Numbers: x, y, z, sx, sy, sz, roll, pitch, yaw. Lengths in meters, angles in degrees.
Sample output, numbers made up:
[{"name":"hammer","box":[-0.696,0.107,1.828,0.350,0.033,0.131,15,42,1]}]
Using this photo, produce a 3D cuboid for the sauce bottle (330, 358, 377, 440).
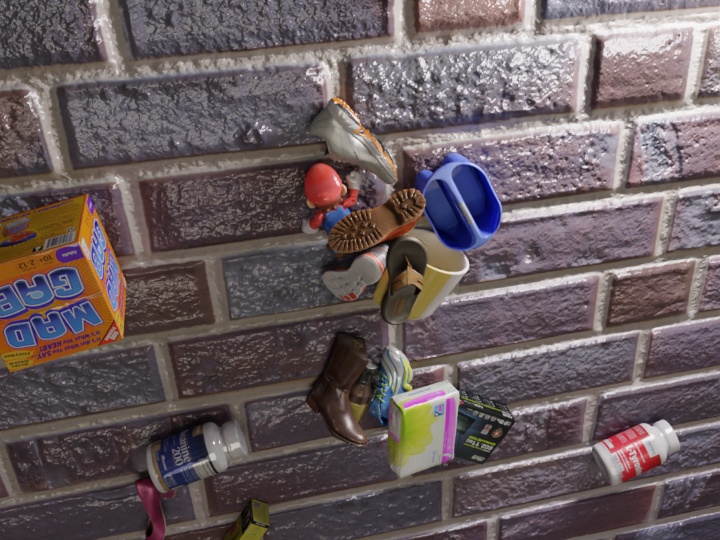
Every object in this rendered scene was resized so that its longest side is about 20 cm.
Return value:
[{"name":"sauce bottle","box":[-0.012,0.290,1.703,0.065,0.065,0.200,13,113,-21]}]

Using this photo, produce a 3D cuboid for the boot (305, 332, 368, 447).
[{"name":"boot","box":[-0.017,0.254,1.629,0.064,0.186,0.200,-9,132,-60]}]

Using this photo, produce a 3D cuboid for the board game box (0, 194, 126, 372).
[{"name":"board game box","box":[-0.545,0.017,1.329,0.199,0.200,0.200,-17,122,-5]}]

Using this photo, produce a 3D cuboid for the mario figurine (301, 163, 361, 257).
[{"name":"mario figurine","box":[-0.054,-0.129,1.465,0.124,0.106,0.200,-49,139,-28]}]

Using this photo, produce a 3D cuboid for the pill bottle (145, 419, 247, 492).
[{"name":"pill bottle","box":[-0.354,0.397,1.645,0.199,0.111,0.111,-20,122,-3]}]

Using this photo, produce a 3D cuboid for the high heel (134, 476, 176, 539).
[{"name":"high heel","box":[-0.487,0.558,1.721,0.096,0.067,0.201,10,111,-30]}]

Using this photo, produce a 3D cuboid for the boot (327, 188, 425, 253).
[{"name":"boot","box":[0.030,-0.075,1.447,0.200,0.075,0.107,-25,163,-12]}]

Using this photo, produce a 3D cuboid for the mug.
[{"name":"mug","box":[0.104,0.014,1.539,0.186,0.150,0.153,12,123,-22]}]

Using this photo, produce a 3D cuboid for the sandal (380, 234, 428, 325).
[{"name":"sandal","box":[0.081,0.026,1.411,0.081,0.055,0.201,4,121,-15]}]

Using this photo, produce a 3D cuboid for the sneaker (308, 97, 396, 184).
[{"name":"sneaker","box":[-0.014,-0.226,1.415,0.092,0.076,0.200,-38,114,17]}]

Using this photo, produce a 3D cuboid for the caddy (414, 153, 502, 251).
[{"name":"caddy","box":[0.194,-0.132,1.493,0.141,0.105,0.200,-31,122,5]}]

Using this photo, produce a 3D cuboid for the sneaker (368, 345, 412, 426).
[{"name":"sneaker","box":[0.064,0.268,1.680,0.105,0.076,0.201,-42,133,-38]}]

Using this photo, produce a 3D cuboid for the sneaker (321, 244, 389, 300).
[{"name":"sneaker","box":[0.000,0.000,1.503,0.077,0.200,0.082,51,55,-12]}]

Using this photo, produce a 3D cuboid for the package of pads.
[{"name":"package of pads","box":[0.136,0.356,1.687,0.154,0.068,0.201,-13,120,-23]}]

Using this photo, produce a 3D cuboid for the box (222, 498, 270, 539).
[{"name":"box","box":[-0.290,0.651,1.827,0.050,0.075,0.200,26,110,-23]}]

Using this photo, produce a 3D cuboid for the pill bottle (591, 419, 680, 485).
[{"name":"pill bottle","box":[0.715,0.467,1.963,0.199,0.112,0.112,-25,122,0]}]

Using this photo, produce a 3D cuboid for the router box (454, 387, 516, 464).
[{"name":"router box","box":[0.250,0.372,1.816,0.200,0.062,0.150,22,112,-24]}]
